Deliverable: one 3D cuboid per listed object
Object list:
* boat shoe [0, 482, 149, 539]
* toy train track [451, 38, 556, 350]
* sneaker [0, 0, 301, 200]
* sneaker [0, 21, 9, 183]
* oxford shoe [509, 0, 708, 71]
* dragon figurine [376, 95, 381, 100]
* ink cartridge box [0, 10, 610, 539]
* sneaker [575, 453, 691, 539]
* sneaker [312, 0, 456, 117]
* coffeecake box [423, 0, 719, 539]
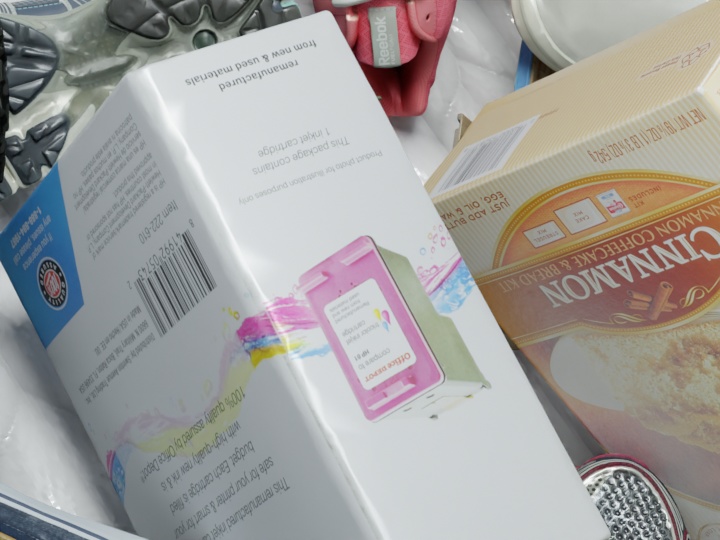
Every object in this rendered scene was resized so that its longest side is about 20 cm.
[{"bbox_3d":[-0.138,0.103,0.745,0.200,0.071,0.091,16,19,4],"label":"boat shoe"},{"bbox_3d":[0.060,-0.064,0.959,0.115,0.033,0.200,37,55,-49],"label":"toy train track"},{"bbox_3d":[-0.121,-0.069,0.909,0.200,0.086,0.078,-10,96,-6],"label":"sneaker"},{"bbox_3d":[-0.166,-0.020,0.818,0.079,0.074,0.200,11,80,-1],"label":"sneaker"},{"bbox_3d":[0.146,-0.108,0.978,0.200,0.058,0.075,4,78,-35],"label":"oxford shoe"},{"bbox_3d":[0.000,0.000,0.907,0.099,0.059,0.200,-28,69,-33],"label":"dragon figurine"},{"bbox_3d":[-0.025,0.039,0.795,0.085,0.145,0.200,-20,78,-33],"label":"ink cartridge box"},{"bbox_3d":[0.086,0.149,0.822,0.081,0.075,0.200,9,53,1],"label":"sneaker"},{"bbox_3d":[0.013,-0.126,0.919,0.074,0.200,0.087,-4,65,6],"label":"sneaker"},{"bbox_3d":[0.139,0.012,0.851,0.200,0.153,0.073,49,52,-15],"label":"coffeecake box"}]
